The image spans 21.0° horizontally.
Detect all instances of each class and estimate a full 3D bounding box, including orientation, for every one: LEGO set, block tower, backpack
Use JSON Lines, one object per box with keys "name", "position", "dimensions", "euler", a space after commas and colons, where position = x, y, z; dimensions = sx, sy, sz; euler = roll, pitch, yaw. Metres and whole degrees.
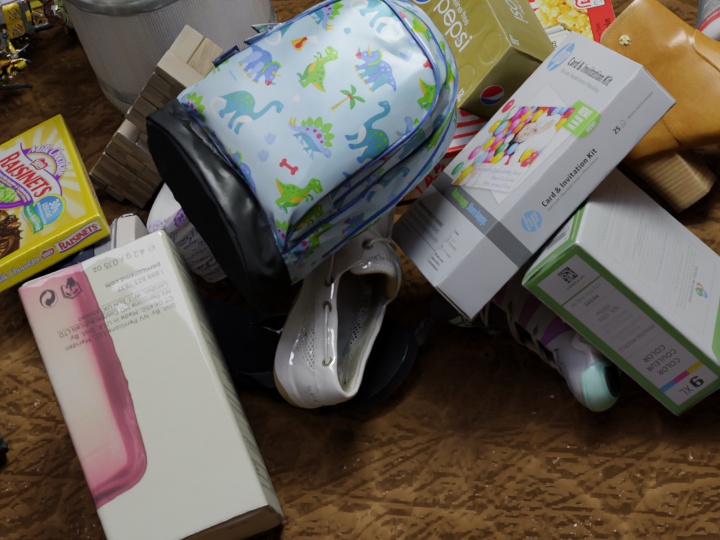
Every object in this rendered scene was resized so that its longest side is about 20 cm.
{"name": "LEGO set", "position": [-0.276, -0.221, 1.648], "dimensions": [0.153, 0.200, 0.116], "euler": [-15, 62, -18]}
{"name": "block tower", "position": [-0.154, -0.118, 1.523], "dimensions": [0.054, 0.200, 0.058], "euler": [35, 60, -7]}
{"name": "backpack", "position": [-0.025, -0.097, 1.305], "dimensions": [0.199, 0.154, 0.164], "euler": [-26, 69, -18]}

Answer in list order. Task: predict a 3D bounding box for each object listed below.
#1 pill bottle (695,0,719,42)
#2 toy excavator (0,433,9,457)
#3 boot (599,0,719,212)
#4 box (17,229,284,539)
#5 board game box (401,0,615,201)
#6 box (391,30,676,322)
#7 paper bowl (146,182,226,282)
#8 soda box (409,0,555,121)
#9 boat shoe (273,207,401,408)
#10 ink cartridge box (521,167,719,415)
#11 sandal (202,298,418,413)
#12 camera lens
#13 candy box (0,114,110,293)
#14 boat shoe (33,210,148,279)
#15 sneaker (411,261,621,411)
{"name": "pill bottle", "position": [0.322, -0.225, 1.512], "dimensions": [0.113, 0.114, 0.201], "euler": [1, 51, 17]}
{"name": "toy excavator", "position": [-0.364, 0.059, 1.418], "dimensions": [0.100, 0.201, 0.194], "euler": [-36, 50, -15]}
{"name": "boot", "position": [0.254, -0.150, 1.412], "dimensions": [0.201, 0.144, 0.071], "euler": [-39, 4, 24]}
{"name": "box", "position": [-0.140, 0.093, 1.319], "dimensions": [0.108, 0.128, 0.201], "euler": [-21, 78, -1]}
{"name": "board game box", "position": [0.114, -0.142, 1.549], "dimensions": [0.198, 0.046, 0.152], "euler": [-13, 48, 6]}
{"name": "box", "position": [0.113, -0.069, 1.342], "dimensions": [0.200, 0.041, 0.156], "euler": [-46, 19, 3]}
{"name": "paper bowl", "position": [-0.063, -0.076, 1.471], "dimensions": [0.201, 0.104, 0.201], "euler": [-46, 15, 16]}
{"name": "soda box", "position": [0.087, -0.201, 1.516], "dimensions": [0.068, 0.064, 0.201], "euler": [-49, 42, 26]}
{"name": "boat shoe", "position": [0.000, 0.000, 1.357], "dimensions": [0.069, 0.071, 0.202], "euler": [-2, 70, 46]}
{"name": "ink cartridge box", "position": [0.208, 0.025, 1.323], "dimensions": [0.059, 0.200, 0.104], "euler": [-41, 16, 37]}
{"name": "sandal", "position": [-0.056, 0.059, 1.422], "dimensions": [0.199, 0.043, 0.077], "euler": [3, 69, 23]}
{"name": "camera lens", "position": [-0.155, -0.217, 1.589], "dimensions": [0.159, 0.201, 0.161], "euler": [-9, 49, 10]}
{"name": "candy box", "position": [-0.266, -0.057, 1.566], "dimensions": [0.102, 0.027, 0.200], "euler": [-27, 32, -4]}
{"name": "boat shoe", "position": [-0.200, 0.048, 1.475], "dimensions": [0.092, 0.075, 0.201], "euler": [-18, 41, 12]}
{"name": "sneaker", "position": [0.104, 0.035, 1.392], "dimensions": [0.139, 0.078, 0.201], "euler": [-19, 44, 8]}
